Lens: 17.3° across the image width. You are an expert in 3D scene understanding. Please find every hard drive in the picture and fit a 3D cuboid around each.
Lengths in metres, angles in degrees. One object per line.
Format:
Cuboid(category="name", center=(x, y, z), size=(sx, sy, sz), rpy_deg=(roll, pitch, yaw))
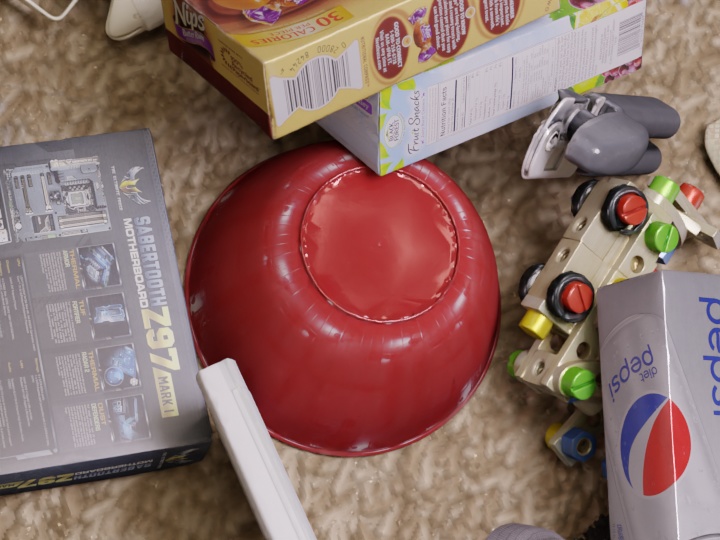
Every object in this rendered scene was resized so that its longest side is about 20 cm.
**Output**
Cuboid(category="hard drive", center=(-0.036, 0.158, 1.320), size=(0.026, 0.132, 0.201), rpy_deg=(-24, 72, -5))

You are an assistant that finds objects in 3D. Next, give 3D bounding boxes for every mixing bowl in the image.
Cuboid(category="mixing bowl", center=(0.000, 0.000, 1.406), size=(0.199, 0.108, 0.201), rpy_deg=(4, 71, -11))

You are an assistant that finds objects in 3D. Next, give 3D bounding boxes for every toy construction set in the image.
Cuboid(category="toy construction set", center=(0.161, 0.019, 1.434), size=(0.131, 0.092, 0.201), rpy_deg=(38, 64, -28))

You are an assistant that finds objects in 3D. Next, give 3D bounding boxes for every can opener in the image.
Cuboid(category="can opener", center=(0.155, -0.073, 1.424), size=(0.067, 0.200, 0.054), rpy_deg=(33, 107, 22))

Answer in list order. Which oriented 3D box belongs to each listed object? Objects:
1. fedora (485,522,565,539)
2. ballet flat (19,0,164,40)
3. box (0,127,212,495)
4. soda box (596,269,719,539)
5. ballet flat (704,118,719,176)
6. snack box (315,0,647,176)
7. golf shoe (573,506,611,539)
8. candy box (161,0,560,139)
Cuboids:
Cuboid(category="fedora", center=(0.074, 0.236, 1.269), size=(0.090, 0.177, 0.201), rpy_deg=(-16, 58, 26))
Cuboid(category="ballet flat", center=(-0.166, -0.183, 1.455), size=(0.199, 0.069, 0.072), rpy_deg=(16, 87, -6))
Cuboid(category="box", center=(-0.182, 0.024, 1.386), size=(0.157, 0.051, 0.201), rpy_deg=(-9, 74, -15))
Cuboid(category="soda box", center=(0.183, 0.104, 1.345), size=(0.068, 0.063, 0.201), rpy_deg=(5, 77, -31))
Cuboid(category="ballet flat", center=(0.306, -0.037, 1.510), size=(0.200, 0.062, 0.067), rpy_deg=(43, 68, 4))
Cuboid(category="snack box", center=(0.045, -0.153, 1.433), size=(0.199, 0.068, 0.169), rpy_deg=(-25, 44, -26))
Cuboid(category="golf shoe", center=(0.149, 0.224, 1.386), size=(0.094, 0.078, 0.201), rpy_deg=(27, 82, -7))
Cuboid(category="candy box", center=(0.001, -0.157, 1.341), size=(0.199, 0.057, 0.117), rpy_deg=(-27, 43, -22))
